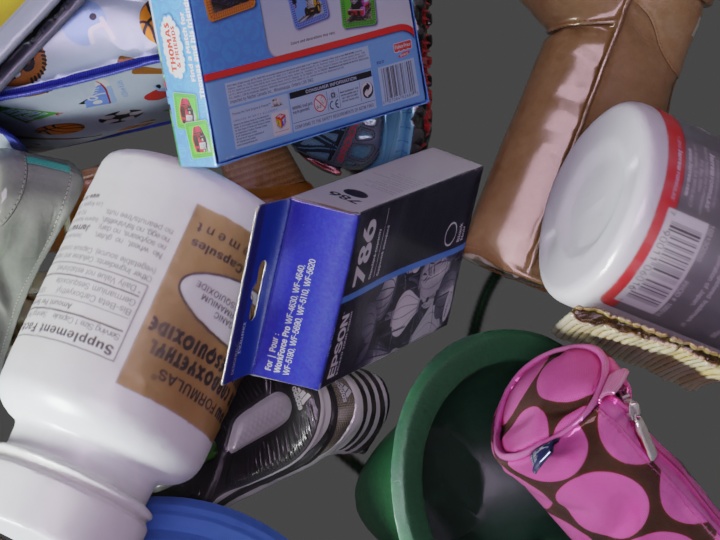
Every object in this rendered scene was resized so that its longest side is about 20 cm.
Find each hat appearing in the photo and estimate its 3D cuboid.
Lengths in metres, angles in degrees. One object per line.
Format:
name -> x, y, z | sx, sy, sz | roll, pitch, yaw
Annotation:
hat -> 0.024, 0.128, 1.276 | 0.200, 0.176, 0.166 | -12, 90, -39

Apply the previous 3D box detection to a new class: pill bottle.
pill bottle -> 0.207, -0.004, 1.207 | 0.199, 0.114, 0.114 | 21, 88, -20
pill bottle -> -0.120, 0.050, 1.150 | 0.114, 0.114, 0.201 | 23, 75, 2

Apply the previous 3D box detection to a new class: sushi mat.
sushi mat -> 0.150, 0.042, 1.186 | 0.095, 0.200, 0.012 | 21, 87, 3

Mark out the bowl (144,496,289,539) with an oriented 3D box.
bowl -> -0.098, 0.218, 1.217 | 0.200, 0.039, 0.201 | 5, 118, 9

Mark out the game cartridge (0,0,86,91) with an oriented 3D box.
game cartridge -> -0.217, -0.146, 1.120 | 0.133, 0.040, 0.200 | 41, 86, 14

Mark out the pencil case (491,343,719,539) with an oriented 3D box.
pencil case -> 0.158, 0.130, 1.204 | 0.094, 0.091, 0.200 | -26, 120, 36

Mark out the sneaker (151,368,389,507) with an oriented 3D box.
sneaker -> -0.065, 0.106, 1.251 | 0.200, 0.115, 0.076 | -26, 73, 34

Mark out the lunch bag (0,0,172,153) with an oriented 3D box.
lunch bag -> -0.177, -0.121, 1.216 | 0.199, 0.170, 0.124 | -14, 82, 0

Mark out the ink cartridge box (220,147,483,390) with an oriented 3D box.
ink cartridge box -> 0.000, 0.000, 1.173 | 0.039, 0.200, 0.100 | 21, 111, 23

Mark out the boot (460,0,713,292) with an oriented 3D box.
boot -> 0.097, -0.098, 1.261 | 0.175, 0.066, 0.201 | 20, 90, 2

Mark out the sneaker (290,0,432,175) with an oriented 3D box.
sneaker -> -0.008, -0.153, 1.258 | 0.095, 0.079, 0.201 | 0, 87, 4

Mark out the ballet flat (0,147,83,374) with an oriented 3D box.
ballet flat -> -0.192, 0.016, 1.224 | 0.063, 0.200, 0.068 | 4, 46, -21

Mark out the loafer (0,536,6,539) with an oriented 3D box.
loafer -> -0.222, 0.193, 1.211 | 0.063, 0.200, 0.072 | 18, 133, 1

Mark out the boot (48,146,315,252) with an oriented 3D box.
boot -> -0.112, 0.004, 1.260 | 0.201, 0.071, 0.145 | -20, 93, 5

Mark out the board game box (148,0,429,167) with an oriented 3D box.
board game box -> -0.043, -0.167, 1.136 | 0.151, 0.037, 0.201 | -19, 106, -40
